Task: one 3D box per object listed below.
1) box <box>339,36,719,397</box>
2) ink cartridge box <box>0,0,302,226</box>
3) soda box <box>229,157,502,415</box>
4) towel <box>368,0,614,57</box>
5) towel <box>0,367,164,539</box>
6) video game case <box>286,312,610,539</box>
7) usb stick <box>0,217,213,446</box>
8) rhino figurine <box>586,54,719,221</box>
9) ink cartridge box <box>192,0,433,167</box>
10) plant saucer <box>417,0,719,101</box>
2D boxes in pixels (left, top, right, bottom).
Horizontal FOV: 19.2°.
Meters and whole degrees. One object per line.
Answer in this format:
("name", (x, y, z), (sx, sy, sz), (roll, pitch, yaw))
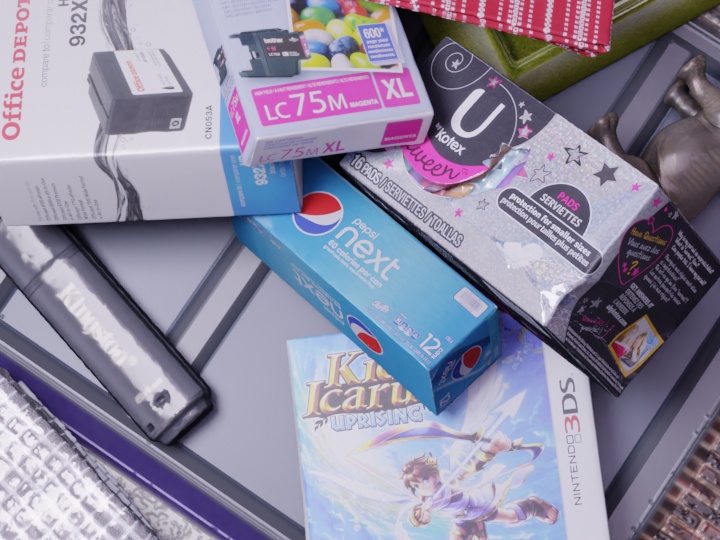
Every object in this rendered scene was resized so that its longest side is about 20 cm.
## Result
("box", (0.109, -0.037, 1.352), (0.115, 0.132, 0.200), (-50, 53, -1))
("ink cartridge box", (-0.139, -0.113, 1.386), (0.199, 0.084, 0.146), (-3, 61, 3))
("soda box", (0.000, 0.000, 1.394), (0.064, 0.068, 0.200), (-41, 63, -15))
("towel", (0.067, -0.217, 1.358), (0.199, 0.022, 0.145), (12, 63, -9))
("towel", (-0.244, 0.172, 1.402), (0.200, 0.086, 0.166), (44, 85, 9))
("video game case", (0.059, 0.124, 1.413), (0.199, 0.045, 0.182), (-7, 79, 2))
("usb stick", (-0.180, 0.032, 1.448), (0.055, 0.033, 0.200), (-41, 81, -5))
("rhino figurine", (0.239, -0.095, 1.432), (0.200, 0.060, 0.088), (-33, 77, -4))
("ink cartridge box", (-0.040, -0.164, 1.340), (0.119, 0.042, 0.200), (-9, 61, -19))
("plant saucer", (0.126, -0.224, 1.432), (0.199, 0.048, 0.200), (-29, 101, -2))
